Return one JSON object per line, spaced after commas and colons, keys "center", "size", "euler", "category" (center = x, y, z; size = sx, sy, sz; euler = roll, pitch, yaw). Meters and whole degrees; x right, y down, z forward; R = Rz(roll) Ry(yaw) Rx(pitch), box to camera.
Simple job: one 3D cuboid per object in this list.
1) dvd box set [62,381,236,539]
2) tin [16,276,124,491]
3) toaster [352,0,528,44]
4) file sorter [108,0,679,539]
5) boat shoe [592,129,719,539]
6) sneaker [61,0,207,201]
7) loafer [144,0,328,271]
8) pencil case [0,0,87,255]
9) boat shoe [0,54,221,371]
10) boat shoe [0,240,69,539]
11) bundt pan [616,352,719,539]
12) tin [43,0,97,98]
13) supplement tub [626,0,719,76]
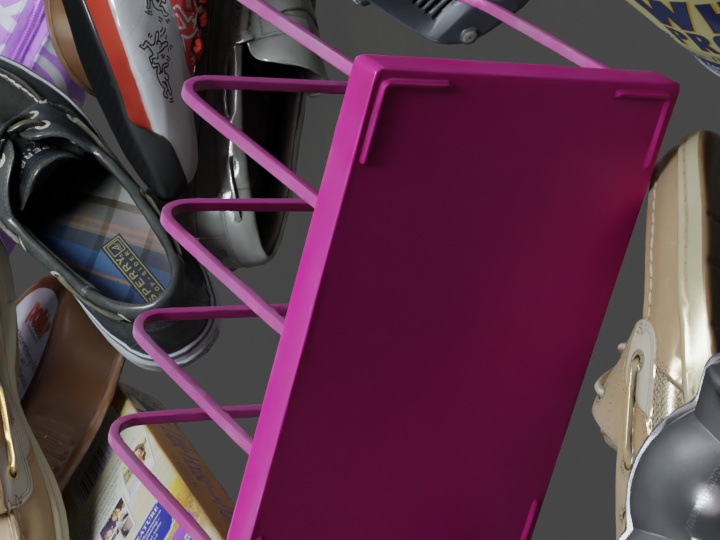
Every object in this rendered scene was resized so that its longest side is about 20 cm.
{"center": [-0.104, 0.144, 0.797], "size": [0.147, 0.029, 0.200], "euler": [-61, 25, 4], "category": "dvd box set"}
{"center": [-0.172, 0.095, 0.886], "size": [0.201, 0.042, 0.112], "euler": [-59, 27, 5], "category": "tin"}
{"center": [0.056, -0.204, 0.803], "size": [0.200, 0.113, 0.130], "euler": [-41, 49, 22], "category": "toaster"}
{"center": [0.000, 0.000, 0.709], "size": [0.125, 0.138, 0.201], "euler": [38, 120, 45], "category": "file sorter"}
{"center": [0.112, 0.048, 0.683], "size": [0.064, 0.071, 0.202], "euler": [-12, 67, 35], "category": "boat shoe"}
{"center": [-0.079, -0.140, 0.825], "size": [0.203, 0.107, 0.067], "euler": [69, 166, -4], "category": "sneaker"}
{"center": [-0.042, -0.097, 0.876], "size": [0.069, 0.070, 0.202], "euler": [7, 84, 34], "category": "loafer"}
{"center": [-0.189, -0.063, 0.935], "size": [0.086, 0.083, 0.201], "euler": [117, 174, -62], "category": "pencil case"}
{"center": [-0.132, -0.039, 0.836], "size": [0.069, 0.057, 0.200], "euler": [-42, 67, -11], "category": "boat shoe"}
{"center": [-0.173, 0.072, 0.791], "size": [0.073, 0.069, 0.202], "euler": [-19, 77, 18], "category": "boat shoe"}
{"center": [0.162, 0.099, 0.574], "size": [0.200, 0.076, 0.204], "euler": [-4, 79, 20], "category": "bundt pan"}
{"center": [-0.082, -0.174, 0.907], "size": [0.042, 0.112, 0.202], "euler": [14, 82, 32], "category": "tin"}
{"center": [0.127, -0.158, 0.665], "size": [0.144, 0.199, 0.146], "euler": [-16, 63, 34], "category": "supplement tub"}
